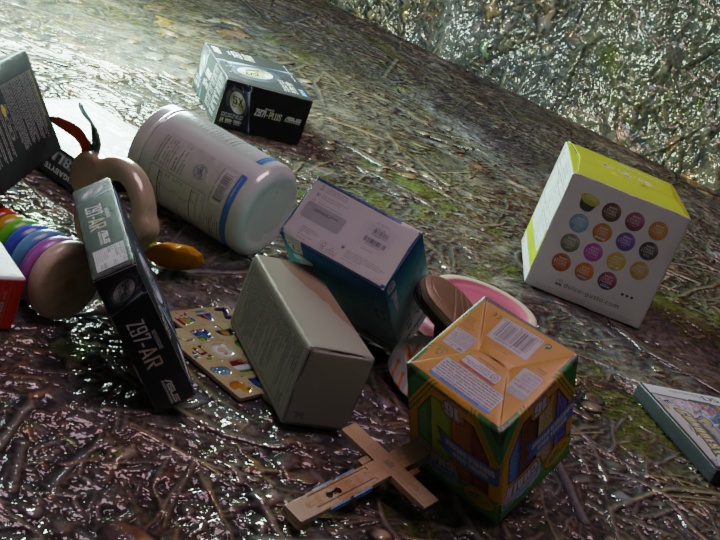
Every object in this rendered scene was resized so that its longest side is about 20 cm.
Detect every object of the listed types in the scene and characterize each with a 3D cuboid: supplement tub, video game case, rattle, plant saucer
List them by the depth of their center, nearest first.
[{"bbox_3d":[-0.270,-0.100,1.445,0.142,0.130,0.201,-11,60,-37],"label":"rattle"},{"bbox_3d":[0.478,0.221,1.606,0.179,0.026,0.200,13,22,-25],"label":"video game case"},{"bbox_3d":[-0.195,-0.120,1.620,0.199,0.133,0.132,31,22,23],"label":"supplement tub"},{"bbox_3d":[0.158,0.063,1.639,0.199,0.051,0.201,20,21,-8],"label":"plant saucer"}]

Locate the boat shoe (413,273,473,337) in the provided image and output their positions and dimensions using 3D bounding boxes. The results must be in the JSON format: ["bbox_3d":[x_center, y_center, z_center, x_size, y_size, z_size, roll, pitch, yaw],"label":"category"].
[{"bbox_3d":[0.117,0.081,1.441,0.200,0.064,0.072,42,33,-36],"label":"boat shoe"}]

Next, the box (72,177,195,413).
[{"bbox_3d":[-0.226,0.020,1.213,0.043,0.161,0.200,-23,31,-6],"label":"box"}]

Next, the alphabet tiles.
[{"bbox_3d":[-0.118,0.094,1.344,0.199,0.006,0.166,35,23,31],"label":"alphabet tiles"}]

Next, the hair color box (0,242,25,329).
[{"bbox_3d":[-0.437,0.002,1.170,0.199,0.064,0.111,5,27,-41],"label":"hair color box"}]

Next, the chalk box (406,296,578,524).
[{"bbox_3d":[0.130,0.154,1.233,0.124,0.201,0.124,33,55,32],"label":"chalk box"}]

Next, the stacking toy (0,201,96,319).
[{"bbox_3d":[-0.365,-0.025,1.302,0.199,0.086,0.085,28,20,35],"label":"stacking toy"}]

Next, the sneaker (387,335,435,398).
[{"bbox_3d":[0.118,0.140,1.395,0.199,0.079,0.077,26,-9,27],"label":"sneaker"}]

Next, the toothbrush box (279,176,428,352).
[{"bbox_3d":[0.000,0.000,1.439,0.146,0.086,0.200,29,-20,20],"label":"toothbrush box"}]

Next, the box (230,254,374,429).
[{"bbox_3d":[-0.066,0.074,1.306,0.077,0.096,0.200,11,24,-28],"label":"box"}]

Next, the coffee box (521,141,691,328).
[{"bbox_3d":[0.387,-0.063,1.971,0.198,0.199,0.200,22,20,-1],"label":"coffee box"}]

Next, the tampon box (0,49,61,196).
[{"bbox_3d":[-0.449,-0.150,1.360,0.149,0.127,0.200,-14,18,11],"label":"tampon box"}]

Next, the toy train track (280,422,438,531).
[{"bbox_3d":[-0.004,0.206,1.154,0.115,0.033,0.199,41,32,25],"label":"toy train track"}]

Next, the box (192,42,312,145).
[{"bbox_3d":[-0.193,-0.314,2.167,0.162,0.087,0.200,12,23,-24],"label":"box"}]

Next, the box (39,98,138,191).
[{"bbox_3d":[-0.382,-0.176,1.686,0.199,0.050,0.198,32,23,23],"label":"box"}]
